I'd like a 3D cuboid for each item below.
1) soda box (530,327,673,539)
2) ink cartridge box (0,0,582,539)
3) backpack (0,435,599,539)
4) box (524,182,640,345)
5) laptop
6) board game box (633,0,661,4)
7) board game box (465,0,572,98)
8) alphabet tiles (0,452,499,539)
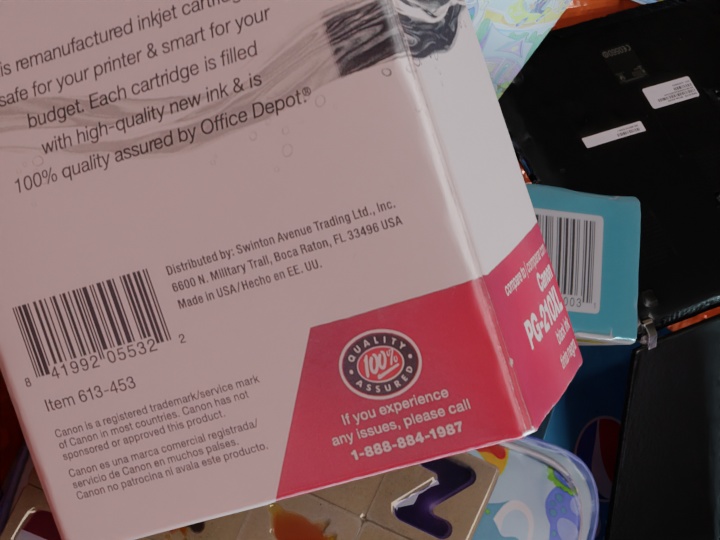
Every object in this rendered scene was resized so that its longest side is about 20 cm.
[{"bbox_3d":[0.064,0.108,1.021,0.068,0.064,0.200,33,68,-32],"label":"soda box"},{"bbox_3d":[-0.040,-0.039,0.729,0.084,0.144,0.200,-39,112,-70],"label":"ink cartridge box"},{"bbox_3d":[-0.029,0.113,0.874,0.200,0.147,0.183,19,72,-8],"label":"backpack"},{"bbox_3d":[0.000,0.000,0.893,0.082,0.200,0.049,6,85,-37],"label":"box"},{"bbox_3d":[0.130,0.003,1.035,0.177,0.103,0.200,-19,72,-39],"label":"laptop"},{"bbox_3d":[0.105,-0.181,1.075,0.200,0.062,0.200,-29,104,-35],"label":"board game box"},{"bbox_3d":[-0.008,-0.088,0.866,0.200,0.034,0.135,4,128,-55],"label":"board game box"},{"bbox_3d":[-0.019,0.121,0.791,0.200,0.008,0.167,24,72,1],"label":"alphabet tiles"}]
